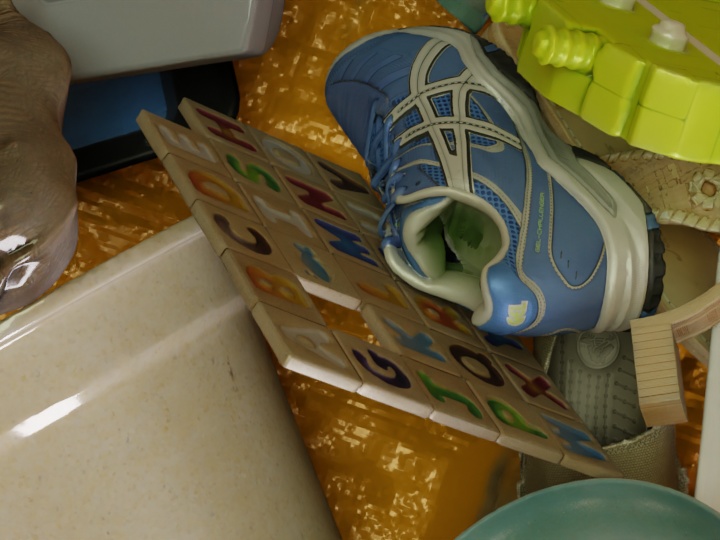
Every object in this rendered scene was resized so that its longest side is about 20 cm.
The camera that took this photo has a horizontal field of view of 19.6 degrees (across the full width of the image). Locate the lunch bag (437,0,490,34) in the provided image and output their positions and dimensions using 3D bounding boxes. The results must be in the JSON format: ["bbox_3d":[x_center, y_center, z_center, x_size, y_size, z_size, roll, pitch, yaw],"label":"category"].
[{"bbox_3d":[0.025,-0.232,0.873,0.170,0.122,0.200,-46,71,8],"label":"lunch bag"}]

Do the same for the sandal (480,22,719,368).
[{"bbox_3d":[0.131,-0.041,0.844,0.212,0.077,0.070,52,123,18],"label":"sandal"}]

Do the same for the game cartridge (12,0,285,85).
[{"bbox_3d":[-0.093,-0.179,0.831,0.132,0.040,0.202,-5,94,26],"label":"game cartridge"}]

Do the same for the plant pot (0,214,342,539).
[{"bbox_3d":[-0.092,0.098,0.829,0.199,0.200,0.185,-29,92,4],"label":"plant pot"}]

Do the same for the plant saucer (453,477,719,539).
[{"bbox_3d":[0.075,0.173,0.740,0.199,0.027,0.202,-22,51,30],"label":"plant saucer"}]

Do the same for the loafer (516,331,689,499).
[{"bbox_3d":[0.097,0.085,0.855,0.075,0.067,0.202,-7,81,10],"label":"loafer"}]

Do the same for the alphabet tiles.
[{"bbox_3d":[0.000,0.000,0.809,0.008,0.166,0.200,-55,39,18],"label":"alphabet tiles"}]

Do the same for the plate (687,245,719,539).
[{"bbox_3d":[0.221,0.076,0.756,0.198,0.032,0.202,3,70,20],"label":"plate"}]

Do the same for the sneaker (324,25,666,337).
[{"bbox_3d":[0.036,-0.040,0.832,0.076,0.200,0.076,-12,124,-29],"label":"sneaker"}]

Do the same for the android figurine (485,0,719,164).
[{"bbox_3d":[0.144,-0.077,0.812,0.198,0.182,0.041,9,113,-22],"label":"android figurine"}]

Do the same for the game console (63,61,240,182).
[{"bbox_3d":[-0.169,-0.131,0.884,0.198,0.117,0.177,-16,122,5],"label":"game console"}]

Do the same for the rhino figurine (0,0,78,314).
[{"bbox_3d":[-0.146,-0.052,0.773,0.087,0.060,0.201,-24,40,9],"label":"rhino figurine"}]

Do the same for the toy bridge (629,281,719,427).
[{"bbox_3d":[0.196,0.008,0.760,0.198,0.027,0.068,-11,64,15],"label":"toy bridge"}]
